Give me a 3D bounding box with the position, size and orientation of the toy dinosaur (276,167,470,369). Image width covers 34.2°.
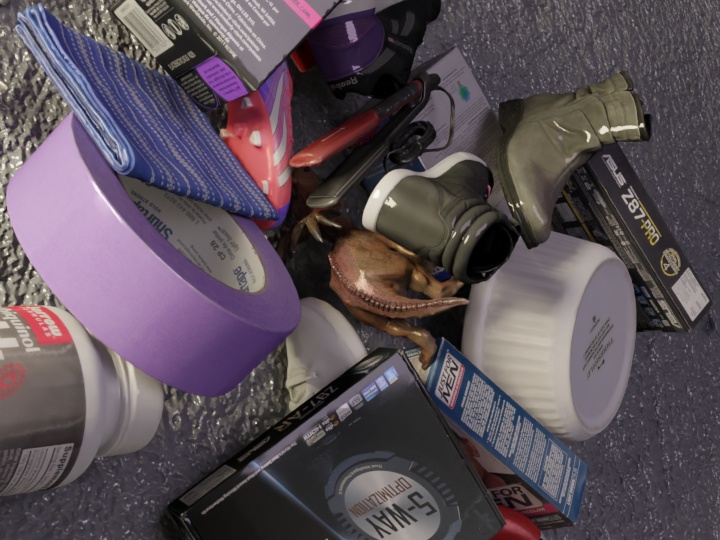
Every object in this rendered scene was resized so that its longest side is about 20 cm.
[{"bbox_3d":[0.000,0.000,0.912,0.135,0.200,0.086,31,95,-30],"label":"toy dinosaur"}]

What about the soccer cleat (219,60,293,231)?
[{"bbox_3d":[-0.077,-0.129,0.933,0.076,0.067,0.202,-1,70,-41],"label":"soccer cleat"}]

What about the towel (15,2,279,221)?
[{"bbox_3d":[-0.139,-0.103,0.804,0.145,0.024,0.200,53,15,20],"label":"towel"}]

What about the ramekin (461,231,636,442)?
[{"bbox_3d":[0.177,0.061,1.051,0.202,0.094,0.205,-13,105,-55],"label":"ramekin"}]

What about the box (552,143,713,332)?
[{"bbox_3d":[0.229,-0.028,1.138,0.049,0.161,0.201,-44,107,-26],"label":"box"}]

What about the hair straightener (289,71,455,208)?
[{"bbox_3d":[0.021,-0.100,0.954,0.200,0.041,0.078,-44,121,-43],"label":"hair straightener"}]

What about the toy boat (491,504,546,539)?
[{"bbox_3d":[0.100,0.272,0.917,0.131,0.130,0.200,57,45,-14],"label":"toy boat"}]

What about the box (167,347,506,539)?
[{"bbox_3d":[-0.014,0.177,0.842,0.199,0.043,0.161,-34,101,-19],"label":"box"}]

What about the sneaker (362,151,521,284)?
[{"bbox_3d":[0.085,-0.038,0.916,0.099,0.071,0.200,34,22,18],"label":"sneaker"}]

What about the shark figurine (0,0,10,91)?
[{"bbox_3d":[-0.251,-0.220,0.781,0.128,0.089,0.216,36,51,-29],"label":"shark figurine"}]

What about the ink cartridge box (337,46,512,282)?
[{"bbox_3d":[0.081,-0.081,1.071,0.201,0.076,0.136,58,45,-11],"label":"ink cartridge box"}]

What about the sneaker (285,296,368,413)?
[{"bbox_3d":[-0.033,0.122,0.890,0.088,0.075,0.202,-13,85,-34],"label":"sneaker"}]

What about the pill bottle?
[{"bbox_3d":[-0.219,0.077,0.682,0.199,0.110,0.112,0,75,-45],"label":"pill bottle"}]

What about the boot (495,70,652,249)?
[{"bbox_3d":[0.186,-0.107,1.003,0.201,0.129,0.068,-82,151,-50],"label":"boot"}]

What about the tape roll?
[{"bbox_3d":[-0.131,-0.015,0.765,0.200,0.066,0.200,43,14,-13],"label":"tape roll"}]

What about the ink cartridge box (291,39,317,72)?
[{"bbox_3d":[-0.062,-0.279,0.982,0.201,0.057,0.163,53,28,-5],"label":"ink cartridge box"}]

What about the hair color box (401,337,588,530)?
[{"bbox_3d":[0.090,0.144,0.978,0.200,0.100,0.061,42,51,-26],"label":"hair color box"}]

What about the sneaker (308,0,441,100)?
[{"bbox_3d":[0.015,-0.192,1.004,0.200,0.075,0.088,-31,108,-56],"label":"sneaker"}]

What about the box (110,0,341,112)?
[{"bbox_3d":[-0.066,-0.225,0.844,0.106,0.122,0.200,47,71,-18],"label":"box"}]
